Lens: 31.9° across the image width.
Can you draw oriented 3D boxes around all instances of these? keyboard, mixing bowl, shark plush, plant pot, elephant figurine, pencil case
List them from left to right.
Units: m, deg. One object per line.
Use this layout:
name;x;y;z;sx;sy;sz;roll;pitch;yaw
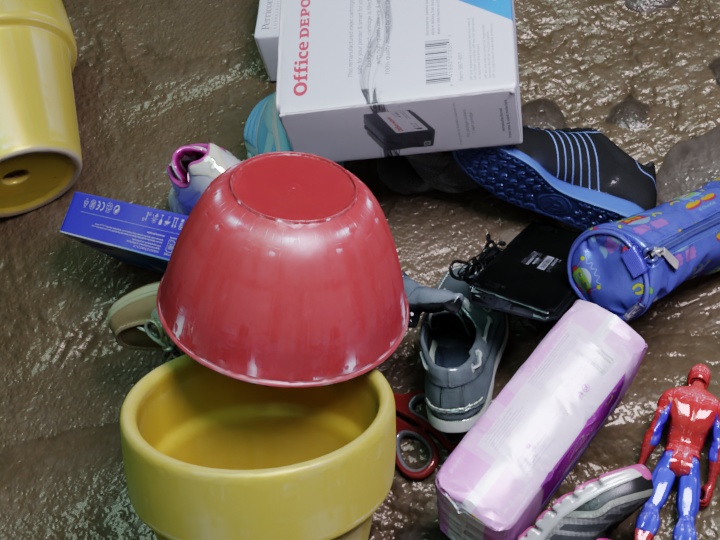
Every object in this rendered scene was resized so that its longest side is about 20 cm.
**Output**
plant pot;-0.365;-0.166;1.248;0.198;0.201;0.191;-23;72;-3
plant pot;-0.072;0.180;0.941;0.197;0.192;0.201;0;24;0
mixing bowl;-0.055;-0.018;0.948;0.197;0.110;0.201;4;35;-3
shark plush;0.000;0.000;1.060;0.090;0.085;0.199;-5;20;-31
elephant figurine;0.069;-0.131;1.174;0.154;0.141;0.203;-27;70;29
keyboard;0.141;0.005;1.072;0.103;0.040;0.200;19;24;18
pencil case;0.258;-0.021;1.036;0.198;0.087;0.079;-20;87;-38

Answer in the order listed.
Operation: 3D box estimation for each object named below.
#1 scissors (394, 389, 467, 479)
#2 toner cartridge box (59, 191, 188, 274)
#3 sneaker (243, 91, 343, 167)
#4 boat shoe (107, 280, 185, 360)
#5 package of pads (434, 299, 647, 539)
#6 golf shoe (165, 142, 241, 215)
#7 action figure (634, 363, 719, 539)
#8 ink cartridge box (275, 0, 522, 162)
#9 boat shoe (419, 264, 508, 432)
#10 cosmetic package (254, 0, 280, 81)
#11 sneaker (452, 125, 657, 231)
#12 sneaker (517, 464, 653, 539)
scissors;0.010;0.106;1.103;0.199;0.014;0.073;37;80;31
toner cartridge box;-0.174;-0.023;1.127;0.198;0.095;0.044;13;78;44
sneaker;-0.064;-0.078;1.199;0.078;0.130;0.203;2;91;-22
boat shoe;-0.123;0.050;1.054;0.197;0.073;0.064;-4;60;13
package of pads;0.139;0.128;0.995;0.075;0.121;0.200;36;72;16
golf shoe;-0.143;-0.083;1.158;0.076;0.092;0.199;-51;23;-15
action figure;0.250;0.163;0.997;0.065;0.052;0.202;14;64;15
ink cartridge box;0.035;-0.179;1.074;0.197;0.084;0.147;-5;61;9
boat shoe;0.085;0.048;1.059;0.072;0.062;0.201;-4;35;12
cosmetic package;-0.002;-0.260;1.290;0.197;0.072;0.103;-3;59;11
sneaker;0.176;-0.096;1.123;0.198;0.070;0.079;25;62;-14
sneaker;0.156;0.232;0.951;0.200;0.074;0.088;-43;68;5
